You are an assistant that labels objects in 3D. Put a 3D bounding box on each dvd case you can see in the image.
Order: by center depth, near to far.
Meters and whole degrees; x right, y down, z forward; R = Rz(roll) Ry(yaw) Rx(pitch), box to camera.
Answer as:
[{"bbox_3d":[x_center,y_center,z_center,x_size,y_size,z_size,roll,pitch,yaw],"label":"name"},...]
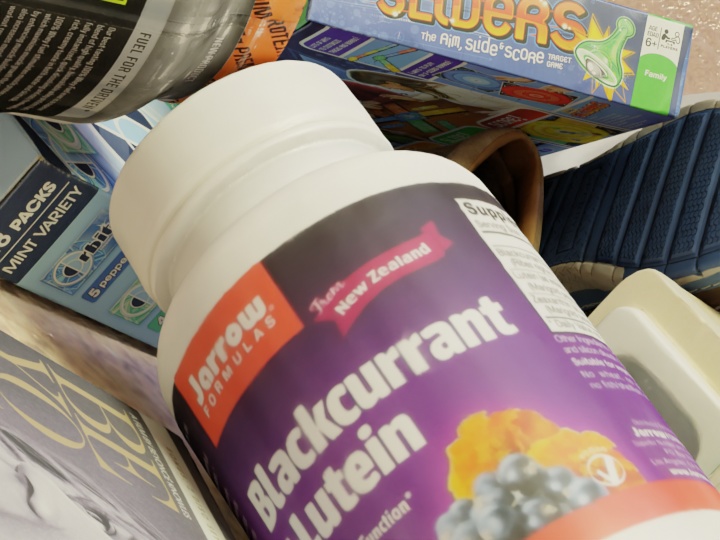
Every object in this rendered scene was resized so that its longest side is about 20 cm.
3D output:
[{"bbox_3d":[-0.094,0.043,0.627,0.200,0.016,0.149,35,12,-36],"label":"dvd case"}]

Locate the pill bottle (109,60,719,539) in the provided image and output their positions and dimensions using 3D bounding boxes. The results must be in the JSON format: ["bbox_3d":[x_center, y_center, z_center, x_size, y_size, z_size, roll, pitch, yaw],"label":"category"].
[{"bbox_3d":[0.012,0.039,0.724,0.200,0.111,0.111,54,15,29],"label":"pill bottle"}]

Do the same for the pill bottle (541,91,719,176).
[{"bbox_3d":[0.138,0.039,1.060,0.111,0.111,0.201,-101,174,-73],"label":"pill bottle"}]

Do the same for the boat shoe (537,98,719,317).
[{"bbox_3d":[0.113,-0.007,0.924,0.072,0.072,0.200,32,-20,-23],"label":"boat shoe"}]

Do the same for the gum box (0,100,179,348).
[{"bbox_3d":[-0.098,-0.043,0.883,0.200,0.045,0.170,28,18,-53],"label":"gum box"}]

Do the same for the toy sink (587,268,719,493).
[{"bbox_3d":[0.100,0.088,0.849,0.112,0.130,0.200,49,13,34],"label":"toy sink"}]

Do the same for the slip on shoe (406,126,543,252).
[{"bbox_3d":[0.025,0.009,0.874,0.076,0.060,0.200,55,22,-13],"label":"slip on shoe"}]

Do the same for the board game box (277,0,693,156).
[{"bbox_3d":[0.017,-0.074,0.956,0.135,0.035,0.200,13,-8,-17],"label":"board game box"}]

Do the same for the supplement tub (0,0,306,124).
[{"bbox_3d":[-0.117,-0.108,0.721,0.199,0.123,0.123,10,28,-35],"label":"supplement tub"}]
